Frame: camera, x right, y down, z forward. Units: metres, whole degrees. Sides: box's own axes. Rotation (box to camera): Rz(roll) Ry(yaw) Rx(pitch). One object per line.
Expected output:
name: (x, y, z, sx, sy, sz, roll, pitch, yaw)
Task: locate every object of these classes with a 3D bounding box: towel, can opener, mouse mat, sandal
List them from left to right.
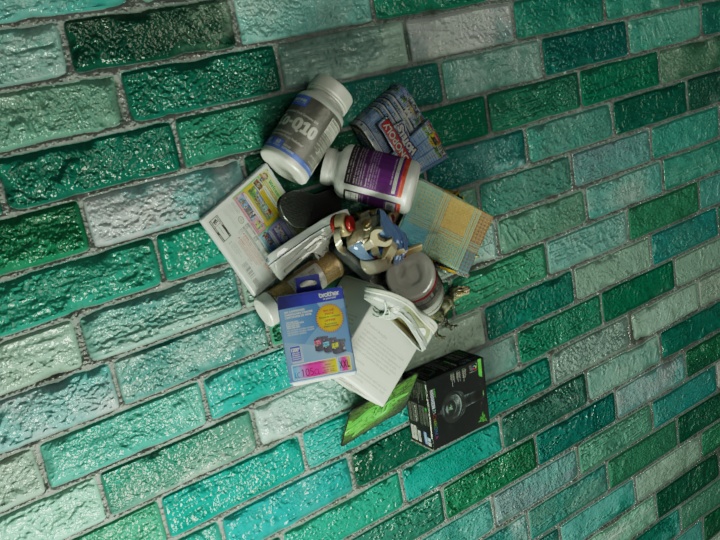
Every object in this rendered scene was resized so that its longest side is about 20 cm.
sandal: (-0.112, -0.128, 1.667, 0.199, 0.047, 0.077, -12, 96, -55)
can opener: (0.000, 0.000, 1.735, 0.200, 0.066, 0.054, 42, 41, -35)
mouse mat: (0.043, 0.313, 1.816, 0.198, 0.008, 0.162, -25, 149, -28)
towel: (0.180, -0.095, 1.763, 0.197, 0.022, 0.149, 24, 95, -17)

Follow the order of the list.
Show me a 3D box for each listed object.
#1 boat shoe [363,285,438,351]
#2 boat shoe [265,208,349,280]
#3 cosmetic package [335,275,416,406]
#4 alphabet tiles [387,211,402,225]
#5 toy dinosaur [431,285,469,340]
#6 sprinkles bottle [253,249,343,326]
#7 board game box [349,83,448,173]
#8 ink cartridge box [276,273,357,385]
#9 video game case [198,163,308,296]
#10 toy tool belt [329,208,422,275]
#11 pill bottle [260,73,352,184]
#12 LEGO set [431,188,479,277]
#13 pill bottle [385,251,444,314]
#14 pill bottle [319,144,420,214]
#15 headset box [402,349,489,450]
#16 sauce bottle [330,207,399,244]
boat shoe: (0.078, 0.094, 1.629, 0.201, 0.074, 0.066, 37, 73, -38)
boat shoe: (-0.098, -0.052, 1.647, 0.198, 0.074, 0.066, -33, 90, -7)
cosmetic package: (0.005, 0.148, 1.730, 0.164, 0.164, 0.202, 40, 76, -31)
alphabet tiles: (0.085, -0.053, 1.800, 0.166, 0.008, 0.202, -39, 138, -17)
toy dinosaur: (0.189, 0.113, 1.920, 0.198, 0.047, 0.089, -33, 99, -25)
sprinkles bottle: (-0.127, 0.034, 1.684, 0.199, 0.068, 0.069, -36, 115, -24)
board game box: (0.072, -0.269, 1.774, 0.200, 0.061, 0.201, -45, 118, -21)
ink cartridge box: (-0.089, 0.113, 1.583, 0.134, 0.076, 0.204, -10, 77, -5)
video game case: (-0.205, -0.082, 1.643, 0.182, 0.022, 0.201, -43, 117, -21)
toy tool belt: (0.038, -0.072, 1.632, 0.200, 0.121, 0.127, 37, 47, -52)
pill bottle: (-0.105, -0.286, 1.624, 0.113, 0.113, 0.202, 39, 75, -31)
LEGO set: (0.222, -0.079, 1.843, 0.202, 0.114, 0.154, -63, 154, -17)
pill bottle: (0.127, 0.037, 1.784, 0.112, 0.109, 0.200, -62, 159, -10)
pill bottle: (0.020, -0.194, 1.678, 0.196, 0.112, 0.115, 15, 89, 5)
headset box: (0.213, 0.305, 1.933, 0.197, 0.092, 0.178, -16, 106, -32)
sauce bottle: (-0.002, -0.095, 1.750, 0.197, 0.064, 0.066, -15, 105, -31)
